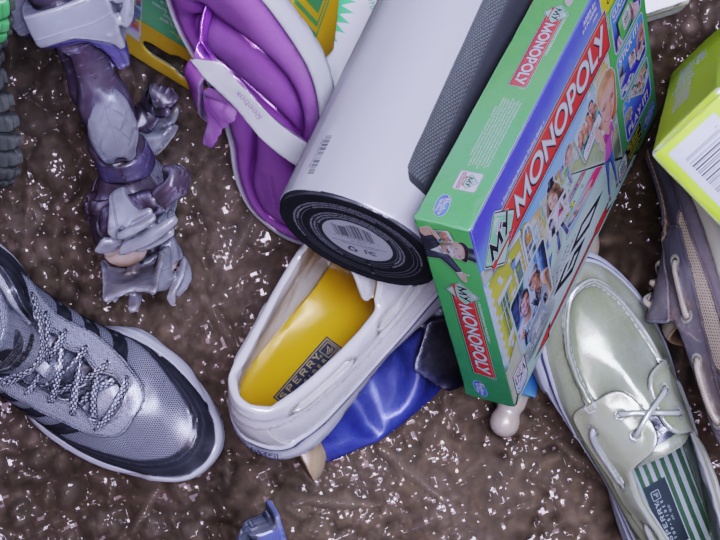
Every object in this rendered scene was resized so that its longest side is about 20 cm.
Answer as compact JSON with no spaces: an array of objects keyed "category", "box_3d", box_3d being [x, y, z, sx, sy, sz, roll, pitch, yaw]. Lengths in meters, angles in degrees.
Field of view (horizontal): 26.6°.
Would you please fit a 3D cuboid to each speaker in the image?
[{"category":"speaker","box_3d":[0.036,-0.098,0.717,0.081,0.081,0.200,26,69,-3]}]

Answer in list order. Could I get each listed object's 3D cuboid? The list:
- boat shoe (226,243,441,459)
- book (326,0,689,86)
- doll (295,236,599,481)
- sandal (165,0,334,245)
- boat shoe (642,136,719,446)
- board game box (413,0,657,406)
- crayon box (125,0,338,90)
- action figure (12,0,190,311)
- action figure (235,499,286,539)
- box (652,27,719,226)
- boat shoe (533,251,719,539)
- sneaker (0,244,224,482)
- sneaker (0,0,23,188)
[{"category":"boat shoe","box_3d":[0.000,0.000,0.755,0.071,0.070,0.200,34,73,18]},{"category":"book","box_3d":[0.058,-0.173,0.809,0.200,0.048,0.134,-17,91,1]},{"category":"doll","box_3d":[0.042,0.032,0.807,0.200,0.048,0.137,-34,88,-7]},{"category":"sandal","box_3d":[-0.051,-0.072,0.735,0.082,0.203,0.050,17,58,29]},{"category":"boat shoe","box_3d":[0.175,0.008,0.764,0.074,0.200,0.073,28,125,-36]},{"category":"board game box","box_3d":[0.090,-0.054,0.722,0.029,0.135,0.200,15,58,25]},{"category":"crayon box","box_3d":[-0.072,-0.160,0.731,0.126,0.200,0.052,31,64,10]},{"category":"action figure","box_3d":[-0.117,-0.068,0.732,0.069,0.130,0.200,-20,122,-7]},{"category":"action figure","box_3d":[-0.065,0.188,0.782,0.193,0.105,0.200,-7,116,-7]},{"category":"box","box_3d":[0.205,-0.054,0.752,0.122,0.200,0.048,45,113,-3]},{"category":"boat shoe","box_3d":[0.147,0.079,0.788,0.072,0.062,0.200,-30,105,-12]},{"category":"sneaker","box_3d":[-0.159,0.048,0.766,0.200,0.114,0.076,35,90,-3]},{"category":"sneaker","box_3d":[-0.200,-0.103,0.664,0.085,0.200,0.078,-22,49,-28]}]
